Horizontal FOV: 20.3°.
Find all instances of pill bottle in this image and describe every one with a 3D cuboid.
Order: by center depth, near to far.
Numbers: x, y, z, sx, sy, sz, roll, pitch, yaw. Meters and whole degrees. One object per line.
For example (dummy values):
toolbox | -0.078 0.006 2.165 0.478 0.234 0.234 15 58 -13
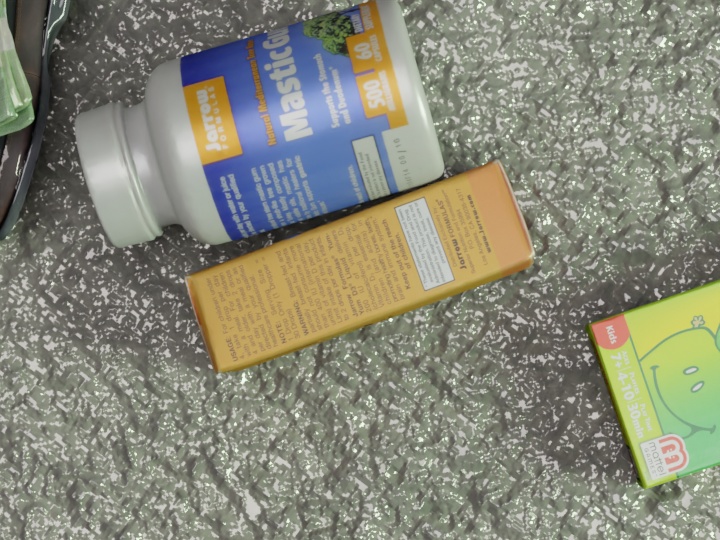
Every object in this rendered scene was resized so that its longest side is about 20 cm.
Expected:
pill bottle | -0.059 -0.080 1.169 0.199 0.112 0.113 -16 86 2

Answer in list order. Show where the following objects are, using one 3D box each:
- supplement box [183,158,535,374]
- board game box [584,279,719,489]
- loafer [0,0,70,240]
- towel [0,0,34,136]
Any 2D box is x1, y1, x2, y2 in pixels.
supplement box | 0.000 0.000 1.183 0.199 0.067 0.069 -22 86 2
board game box | 0.242 0.047 1.173 0.199 0.048 0.102 -19 85 3
loafer | -0.218 -0.120 1.196 0.063 0.072 0.201 15 80 -25
towel | -0.268 -0.153 1.186 0.152 0.023 0.201 -22 71 25
